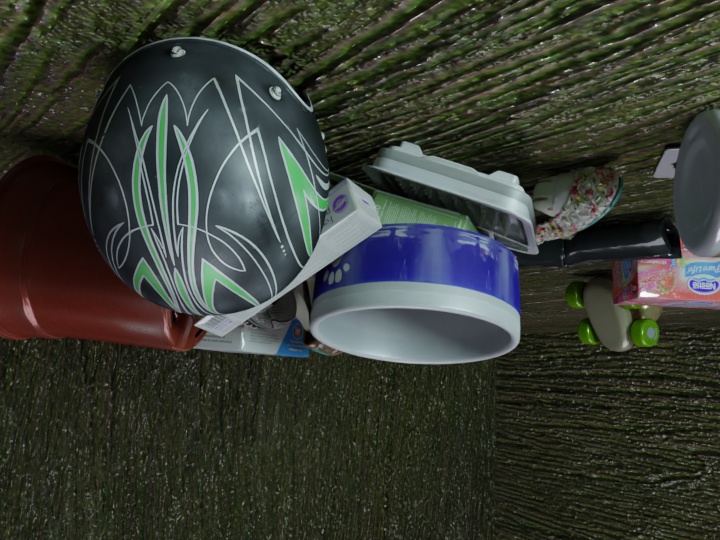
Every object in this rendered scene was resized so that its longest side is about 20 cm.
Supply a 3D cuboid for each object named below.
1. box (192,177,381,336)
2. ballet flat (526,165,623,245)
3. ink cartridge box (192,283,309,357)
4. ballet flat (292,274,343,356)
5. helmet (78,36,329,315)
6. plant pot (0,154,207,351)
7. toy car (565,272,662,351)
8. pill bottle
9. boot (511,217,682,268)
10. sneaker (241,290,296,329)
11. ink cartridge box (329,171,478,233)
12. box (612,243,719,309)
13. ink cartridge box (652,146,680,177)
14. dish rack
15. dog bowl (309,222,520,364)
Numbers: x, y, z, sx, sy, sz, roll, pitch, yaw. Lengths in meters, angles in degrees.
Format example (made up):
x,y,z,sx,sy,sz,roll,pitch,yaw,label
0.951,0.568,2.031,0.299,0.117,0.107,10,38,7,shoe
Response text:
x,y,z,sx,sy,sz,roll,pitch,yaw,label
-0.072,-0.008,0.719,0.200,0.039,0.041,-34,143,22,box
0.206,-0.069,0.858,0.064,0.076,0.200,19,166,-8,ballet flat
-0.122,0.000,0.954,0.086,0.201,0.146,0,171,27,ink cartridge box
-0.055,0.000,0.922,0.072,0.201,0.068,0,172,-42,ballet flat
-0.114,-0.066,0.592,0.199,0.201,0.191,1,-171,6,helmet
-0.256,-0.007,0.828,0.195,0.202,0.201,11,174,12,plant pot
0.548,0.056,1.587,0.200,0.158,0.164,-27,-169,-29,toy car
0.370,-0.068,0.635,0.199,0.120,0.120,1,172,4,pill bottle
0.310,-0.036,1.062,0.199,0.066,0.165,0,-179,37,boot
-0.100,0.006,0.810,0.082,0.078,0.200,9,153,19,sneaker
0.029,-0.053,0.854,0.199,0.048,0.145,19,176,19,ink cartridge box
0.485,0.003,1.172,0.199,0.103,0.095,4,172,-4,box
0.391,-0.075,0.758,0.199,0.067,0.116,0,173,14,ink cartridge box
0.102,-0.074,0.801,0.171,0.044,0.200,21,178,17,dish rack
0.053,0.029,0.764,0.199,0.079,0.200,4,160,2,dog bowl
